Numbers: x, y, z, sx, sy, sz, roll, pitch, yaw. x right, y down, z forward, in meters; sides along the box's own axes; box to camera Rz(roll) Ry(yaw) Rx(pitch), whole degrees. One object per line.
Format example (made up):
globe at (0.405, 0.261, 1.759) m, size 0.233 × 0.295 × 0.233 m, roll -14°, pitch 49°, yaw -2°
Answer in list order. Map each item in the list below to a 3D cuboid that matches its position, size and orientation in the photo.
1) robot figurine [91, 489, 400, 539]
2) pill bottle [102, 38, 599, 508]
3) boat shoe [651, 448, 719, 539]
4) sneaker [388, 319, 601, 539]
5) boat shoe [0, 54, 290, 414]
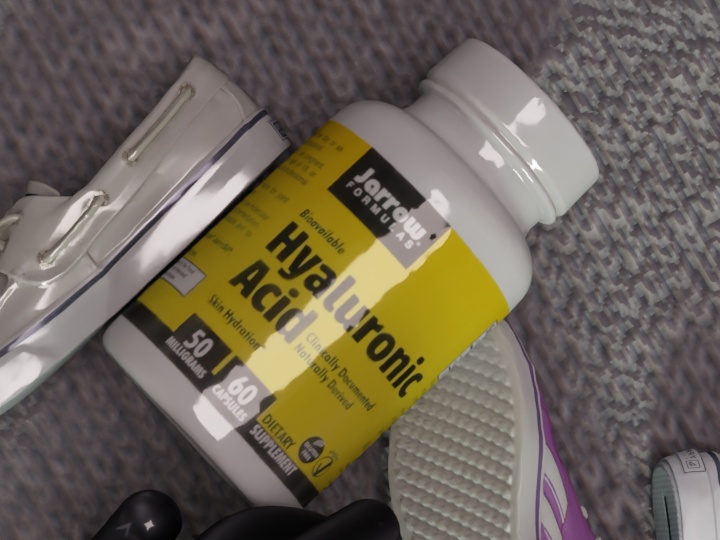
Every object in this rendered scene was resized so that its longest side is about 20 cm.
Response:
robot figurine at (-0.047, 0.173, 0.969) m, size 0.125 × 0.200 × 0.150 m, roll 18°, pitch 44°, yaw -29°
pill bottle at (0.000, 0.000, 1.022) m, size 0.200 × 0.111 × 0.111 m, roll -44°, pitch 97°, yaw -7°
boat shoe at (0.169, 0.177, 1.072) m, size 0.067 × 0.074 × 0.200 m, roll -3°, pitch 91°, yaw -6°
sneaker at (0.076, 0.119, 1.068) m, size 0.073 × 0.114 × 0.201 m, roll -20°, pitch 68°, yaw 34°
boat shoe at (-0.120, -0.009, 1.025) m, size 0.200 × 0.072 × 0.066 m, roll -43°, pitch 92°, yaw -6°
